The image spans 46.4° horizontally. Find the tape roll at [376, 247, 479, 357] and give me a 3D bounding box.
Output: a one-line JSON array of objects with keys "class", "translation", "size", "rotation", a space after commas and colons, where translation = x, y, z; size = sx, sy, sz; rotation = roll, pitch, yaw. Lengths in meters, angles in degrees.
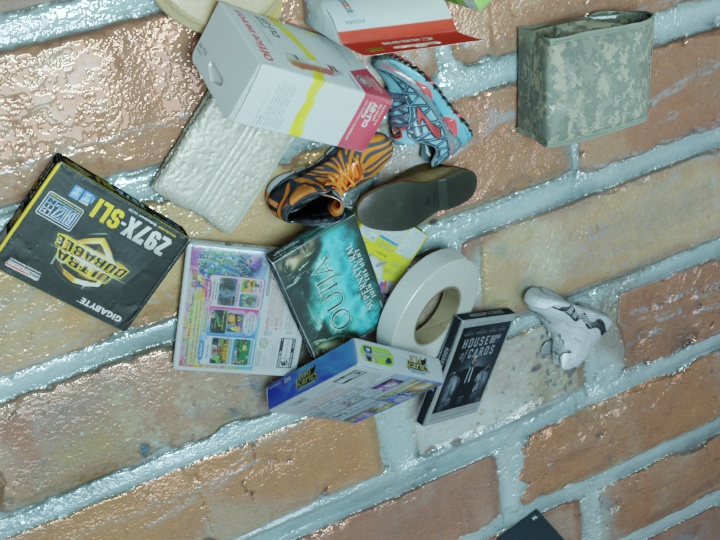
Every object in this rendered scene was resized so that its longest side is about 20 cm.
[{"class": "tape roll", "translation": [0.107, 0.061, 1.301], "size": [0.202, 0.037, 0.203], "rotation": [-32, 141, -30]}]

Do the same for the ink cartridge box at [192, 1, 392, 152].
[{"class": "ink cartridge box", "translation": [-0.082, -0.232, 1.022], "size": [0.199, 0.145, 0.084], "rotation": [5, 130, -41]}]

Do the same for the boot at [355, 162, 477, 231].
[{"class": "boot", "translation": [0.068, -0.110, 1.213], "size": [0.199, 0.075, 0.074], "rotation": [-19, 124, -29]}]

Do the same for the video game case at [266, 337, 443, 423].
[{"class": "video game case", "translation": [-0.009, 0.170, 1.259], "size": [0.181, 0.046, 0.200], "rotation": [18, 142, -41]}]

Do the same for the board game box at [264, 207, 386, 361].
[{"class": "board game box", "translation": [-0.042, 0.026, 1.196], "size": [0.135, 0.028, 0.200], "rotation": [-32, 129, -15]}]

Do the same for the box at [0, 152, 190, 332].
[{"class": "box", "translation": [-0.346, -0.032, 1.084], "size": [0.200, 0.049, 0.160], "rotation": [34, 95, -33]}]

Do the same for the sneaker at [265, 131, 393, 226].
[{"class": "sneaker", "translation": [-0.027, -0.116, 1.154], "size": [0.200, 0.112, 0.078], "rotation": [-32, 123, -8]}]

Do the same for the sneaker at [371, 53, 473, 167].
[{"class": "sneaker", "translation": [0.075, -0.218, 1.173], "size": [0.096, 0.079, 0.200], "rotation": [-46, 124, 4]}]

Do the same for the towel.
[{"class": "towel", "translation": [-0.174, -0.160, 1.111], "size": [0.132, 0.034, 0.200], "rotation": [31, 97, -31]}]

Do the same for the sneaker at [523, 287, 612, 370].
[{"class": "sneaker", "translation": [0.344, 0.105, 1.455], "size": [0.199, 0.075, 0.115], "rotation": [18, 102, -34]}]

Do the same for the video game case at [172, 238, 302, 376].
[{"class": "video game case", "translation": [-0.167, 0.057, 1.202], "size": [0.181, 0.024, 0.201], "rotation": [5, 114, -14]}]

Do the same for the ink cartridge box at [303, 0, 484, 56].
[{"class": "ink cartridge box", "translation": [0.035, -0.315, 1.034], "size": [0.162, 0.200, 0.050], "rotation": [-13, 118, -20]}]

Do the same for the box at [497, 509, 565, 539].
[{"class": "box", "translation": [0.381, 0.605, 1.670], "size": [0.107, 0.148, 0.200], "rotation": [-34, 123, -7]}]

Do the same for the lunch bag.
[{"class": "lunch bag", "translation": [0.339, -0.288, 1.241], "size": [0.199, 0.118, 0.165], "rotation": [-13, 118, -14]}]

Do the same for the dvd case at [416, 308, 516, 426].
[{"class": "dvd case", "translation": [0.177, 0.160, 1.403], "size": [0.150, 0.025, 0.201], "rotation": [-4, 120, -45]}]

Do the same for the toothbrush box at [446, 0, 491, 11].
[{"class": "toothbrush box", "translation": [0.096, -0.435, 1.039], "size": [0.086, 0.146, 0.200], "rotation": [-41, 125, -1]}]

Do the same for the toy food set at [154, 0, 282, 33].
[{"class": "toy food set", "translation": [-0.166, -0.381, 1.000], "size": [0.199, 0.049, 0.199], "rotation": [12, 108, -29]}]

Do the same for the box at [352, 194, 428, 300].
[{"class": "box", "translation": [0.000, 0.000, 1.262], "size": [0.117, 0.048, 0.200], "rotation": [29, 98, -33]}]
